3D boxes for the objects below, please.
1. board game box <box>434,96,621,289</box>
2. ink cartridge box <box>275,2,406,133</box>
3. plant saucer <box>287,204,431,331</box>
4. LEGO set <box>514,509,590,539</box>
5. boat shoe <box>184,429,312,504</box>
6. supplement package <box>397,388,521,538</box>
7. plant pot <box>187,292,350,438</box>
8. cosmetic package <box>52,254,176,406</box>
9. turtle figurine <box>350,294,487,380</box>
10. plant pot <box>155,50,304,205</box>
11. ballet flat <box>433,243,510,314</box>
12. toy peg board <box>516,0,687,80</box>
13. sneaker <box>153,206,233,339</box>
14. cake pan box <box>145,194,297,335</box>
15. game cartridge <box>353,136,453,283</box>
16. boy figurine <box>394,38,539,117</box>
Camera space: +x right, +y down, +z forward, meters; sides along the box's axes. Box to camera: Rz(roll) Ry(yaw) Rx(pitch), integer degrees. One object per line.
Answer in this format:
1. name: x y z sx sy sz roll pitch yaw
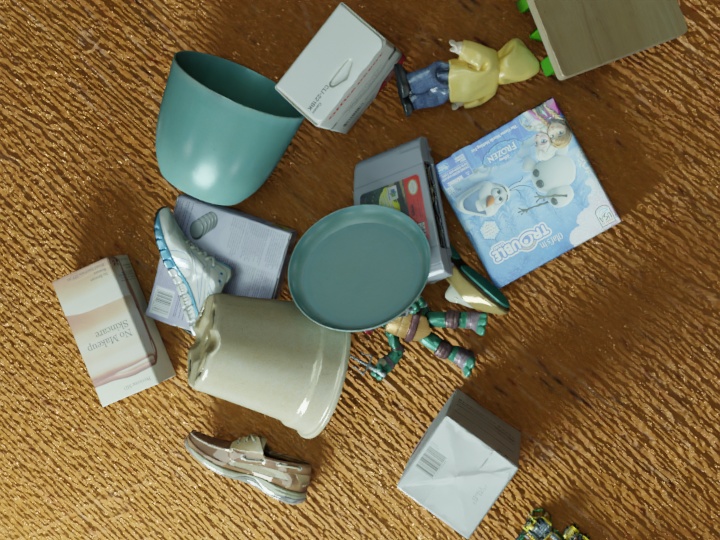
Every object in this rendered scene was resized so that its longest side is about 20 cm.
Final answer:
1. board game box: 0.232 -0.108 1.621 0.199 0.043 0.200 -30 90 11
2. ink cartridge box: -0.023 -0.271 1.572 0.084 0.200 0.145 40 99 4
3. plant saucer: 0.000 0.000 1.562 0.198 0.027 0.202 -7 56 10
4. LEGO set: 0.242 0.446 1.622 0.200 0.116 0.154 -42 87 10
5. boat shoe: -0.163 0.276 1.706 0.199 0.076 0.072 24 94 -2
6. supplement package: 0.140 0.260 1.584 0.119 0.200 0.122 35 99 5
7. plant pot: -0.135 0.115 1.589 0.182 0.200 0.202 14 97 -20
8. cosmetic package: -0.366 0.088 1.714 0.103 0.087 0.201 -24 90 9
9. turtle figurine: 0.072 0.081 1.631 0.198 0.101 0.151 12 129 -5
10. plant pot: -0.197 -0.191 1.618 0.199 0.201 0.162 29 111 6
11. ballet flat: 0.130 0.006 1.625 0.063 0.068 0.200 -50 64 18
12. toy peg board: 0.306 -0.374 1.565 0.198 0.098 0.202 -21 90 -14
13. sneaker: -0.231 -0.005 1.650 0.086 0.075 0.201 -22 99 4
14. cake pan box: -0.206 0.008 1.701 0.183 0.052 0.202 17 97 10
15. game cartridge: 0.055 -0.073 1.619 0.132 0.041 0.202 -20 74 37
16. boy figurine: 0.148 -0.276 1.595 0.198 0.125 0.065 -16 53 2
